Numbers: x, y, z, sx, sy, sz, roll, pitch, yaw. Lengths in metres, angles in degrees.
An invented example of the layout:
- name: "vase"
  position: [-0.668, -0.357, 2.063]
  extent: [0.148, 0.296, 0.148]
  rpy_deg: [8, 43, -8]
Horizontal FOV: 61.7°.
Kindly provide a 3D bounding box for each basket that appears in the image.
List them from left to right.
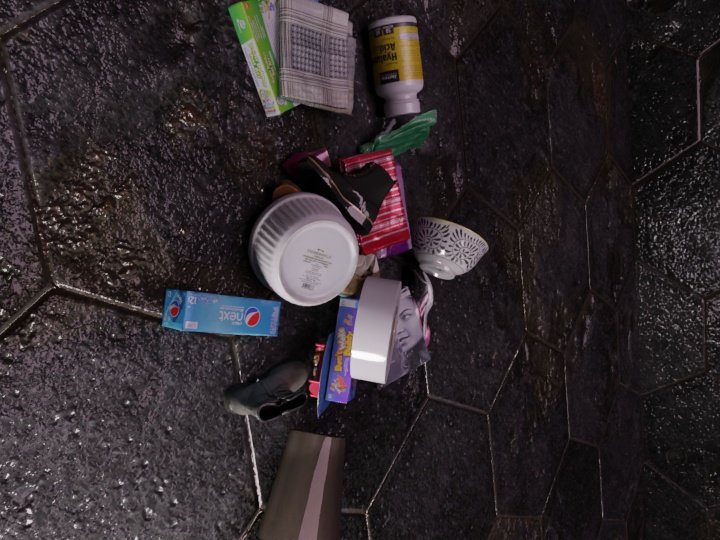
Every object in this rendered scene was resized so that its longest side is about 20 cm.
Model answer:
- name: "basket"
  position: [-0.099, 0.417, 1.160]
  extent: [0.179, 0.135, 0.203]
  rpy_deg: [24, 70, -41]

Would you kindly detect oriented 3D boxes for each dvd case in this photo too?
- name: "dvd case"
  position: [0.073, 0.155, 1.382]
  extent: [0.147, 0.016, 0.202]
  rpy_deg: [-27, 113, -17]

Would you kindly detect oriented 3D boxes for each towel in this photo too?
- name: "towel"
  position: [-0.077, -0.412, 1.159]
  extent: [0.198, 0.034, 0.196]
  rpy_deg: [-3, 94, -49]
- name: "towel"
  position: [0.033, -0.145, 1.259]
  extent: [0.143, 0.022, 0.203]
  rpy_deg: [-18, 100, -35]

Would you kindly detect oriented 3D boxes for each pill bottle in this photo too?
- name: "pill bottle"
  position: [0.082, -0.450, 1.342]
  extent: [0.111, 0.110, 0.203]
  rpy_deg: [-20, 106, -46]

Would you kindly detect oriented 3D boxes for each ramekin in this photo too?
- name: "ramekin"
  position: [-0.095, -0.032, 1.104]
  extent: [0.197, 0.105, 0.203]
  rpy_deg: [-13, 118, -25]

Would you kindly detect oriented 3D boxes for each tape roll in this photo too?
- name: "tape roll"
  position: [0.032, 0.115, 1.185]
  extent: [0.202, 0.070, 0.206]
  rpy_deg: [8, 90, -83]

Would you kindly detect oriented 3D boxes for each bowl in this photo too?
- name: "bowl"
  position: [0.194, -0.039, 1.424]
  extent: [0.200, 0.199, 0.095]
  rpy_deg: [34, 71, -44]

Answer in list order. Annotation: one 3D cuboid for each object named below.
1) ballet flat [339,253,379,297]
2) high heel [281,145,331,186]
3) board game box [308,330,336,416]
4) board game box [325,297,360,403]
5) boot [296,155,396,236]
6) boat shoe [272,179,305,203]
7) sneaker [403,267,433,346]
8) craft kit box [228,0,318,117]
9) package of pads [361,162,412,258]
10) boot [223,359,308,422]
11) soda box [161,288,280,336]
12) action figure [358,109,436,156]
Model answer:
- name: "ballet flat"
  position: [0.000, 0.000, 1.261]
  extent: [0.199, 0.067, 0.073]
  rpy_deg: [-20, 131, -64]
- name: "high heel"
  position: [-0.092, -0.142, 1.212]
  extent: [0.095, 0.067, 0.203]
  rpy_deg: [-24, 113, -20]
- name: "board game box"
  position: [-0.080, 0.197, 1.200]
  extent: [0.200, 0.038, 0.161]
  rpy_deg: [7, 91, -83]
- name: "board game box"
  position: [-0.026, 0.162, 1.241]
  extent: [0.134, 0.044, 0.203]
  rpy_deg: [54, 44, -81]
- name: "boot"
  position: [-0.023, -0.184, 1.173]
  extent: [0.200, 0.077, 0.139]
  rpy_deg: [46, 66, -35]
- name: "boat shoe"
  position: [-0.109, -0.101, 1.181]
  extent: [0.201, 0.070, 0.071]
  rpy_deg: [57, 15, -37]
- name: "sneaker"
  position: [0.119, 0.094, 1.436]
  extent: [0.085, 0.080, 0.204]
  rpy_deg: [-1, 87, -38]
- name: "craft kit box"
  position: [-0.134, -0.423, 1.150]
  extent: [0.197, 0.048, 0.203]
  rpy_deg: [-40, 120, -43]
- name: "package of pads"
  position: [0.045, -0.131, 1.340]
  extent: [0.120, 0.075, 0.203]
  rpy_deg: [-19, 105, -42]
- name: "boot"
  position: [-0.139, 0.226, 1.103]
  extent: [0.199, 0.129, 0.069]
  rpy_deg: [-18, 106, -46]
- name: "soda box"
  position: [-0.233, 0.074, 1.036]
  extent: [0.199, 0.067, 0.065]
  rpy_deg: [12, 83, -48]
- name: "action figure"
  position: [0.077, -0.299, 1.369]
  extent: [0.198, 0.055, 0.119]
  rpy_deg: [-28, 152, -30]
